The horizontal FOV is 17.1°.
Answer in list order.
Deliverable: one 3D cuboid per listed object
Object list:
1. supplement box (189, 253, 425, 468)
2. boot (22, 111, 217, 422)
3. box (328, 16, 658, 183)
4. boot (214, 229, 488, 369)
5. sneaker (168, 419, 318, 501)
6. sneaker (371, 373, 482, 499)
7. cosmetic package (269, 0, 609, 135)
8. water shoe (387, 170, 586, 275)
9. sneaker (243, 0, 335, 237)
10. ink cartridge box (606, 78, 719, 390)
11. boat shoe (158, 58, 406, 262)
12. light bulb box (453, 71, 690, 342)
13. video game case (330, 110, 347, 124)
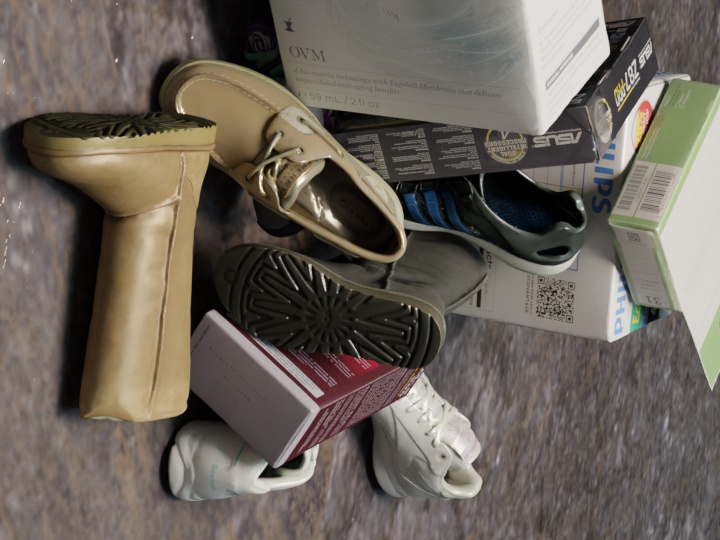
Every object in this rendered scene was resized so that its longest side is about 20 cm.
[{"bbox_3d":[-0.036,0.062,1.736,0.200,0.109,0.061,-23,151,-57],"label":"supplement box"},{"bbox_3d":[-0.159,0.001,1.549,0.175,0.066,0.201,-5,107,-52],"label":"boot"},{"bbox_3d":[0.097,-0.121,1.706,0.161,0.199,0.049,-51,130,-56],"label":"box"},{"bbox_3d":[-0.002,0.002,1.728,0.200,0.181,0.073,-65,177,-66],"label":"boot"},{"bbox_3d":[-0.059,0.129,1.755,0.200,0.080,0.071,-28,120,-58],"label":"sneaker"},{"bbox_3d":[0.047,0.109,1.925,0.075,0.099,0.201,-57,142,-34],"label":"sneaker"},{"bbox_3d":[0.045,-0.213,1.598,0.123,0.198,0.201,-49,138,-44],"label":"cosmetic package"},{"bbox_3d":[0.074,-0.066,1.754,0.079,0.199,0.072,106,6,-60],"label":"water shoe"},{"bbox_3d":[-0.062,-0.127,1.702,0.087,0.074,0.201,30,60,-48],"label":"sneaker"},{"bbox_3d":[0.253,-0.026,1.824,0.146,0.048,0.200,-63,148,-30],"label":"ink cartridge box"},{"bbox_3d":[-0.049,-0.073,1.629,0.200,0.065,0.072,37,99,-18],"label":"boat shoe"},{"bbox_3d":[0.138,-0.064,1.861,0.125,0.199,0.199,-18,115,-58],"label":"light bulb box"},{"bbox_3d":[0.025,-0.108,1.888,0.200,0.036,0.182,34,68,-59],"label":"video game case"}]
